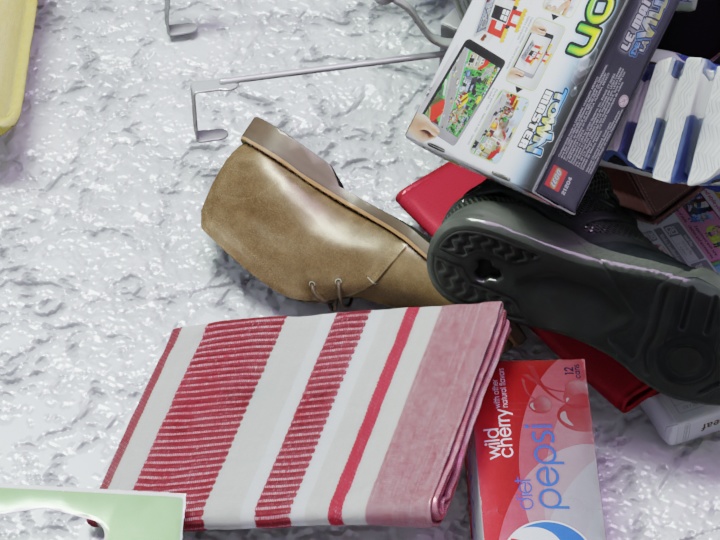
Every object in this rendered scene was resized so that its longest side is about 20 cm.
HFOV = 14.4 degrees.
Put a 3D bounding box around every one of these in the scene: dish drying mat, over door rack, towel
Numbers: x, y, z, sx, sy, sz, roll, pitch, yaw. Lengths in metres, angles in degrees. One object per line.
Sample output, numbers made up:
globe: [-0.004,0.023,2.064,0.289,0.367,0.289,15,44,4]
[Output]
dish drying mat: [0.108,0.000,1.566,0.077,0.018,0.200,-32,52,-19]
over door rack: [-0.018,-0.160,1.647,0.200,0.067,0.148,-18,33,1]
towel: [-0.030,0.078,1.458,0.200,0.023,0.144,-4,42,28]

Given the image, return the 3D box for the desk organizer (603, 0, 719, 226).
desk organizer: [0.206,-0.117,1.588,0.200,0.077,0.072,-36,21,-13]

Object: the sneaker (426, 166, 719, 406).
sneaker: [0.141,-0.001,1.497,0.199,0.076,0.114,20,33,6]

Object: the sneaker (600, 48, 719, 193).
sneaker: [0.162,-0.078,1.501,0.115,0.081,0.199,16,7,-41]

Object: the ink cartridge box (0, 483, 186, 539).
ink cartridge box: [-0.160,0.195,1.369,0.145,0.048,0.200,3,46,-1]

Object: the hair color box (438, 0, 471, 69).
hair color box: [0.143,-0.160,1.713,0.109,0.065,0.200,26,49,22]

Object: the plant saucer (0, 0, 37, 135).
plant saucer: [-0.289,-0.142,1.676,0.200,0.048,0.200,3,46,-1]

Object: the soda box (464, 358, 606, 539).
soda box: [0.088,0.139,1.424,0.063,0.070,0.200,-2,47,-2]

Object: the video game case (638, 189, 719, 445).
video game case: [0.205,-0.002,1.598,0.182,0.022,0.200,-17,49,-18]

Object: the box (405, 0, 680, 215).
box: [0.109,-0.137,1.465,0.110,0.035,0.200,28,91,49]

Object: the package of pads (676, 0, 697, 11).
package of pads: [0.096,-0.215,1.613,0.154,0.068,0.200,5,26,-15]

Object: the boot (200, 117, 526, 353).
boot: [0.000,0.000,1.567,0.200,0.074,0.075,34,83,19]
